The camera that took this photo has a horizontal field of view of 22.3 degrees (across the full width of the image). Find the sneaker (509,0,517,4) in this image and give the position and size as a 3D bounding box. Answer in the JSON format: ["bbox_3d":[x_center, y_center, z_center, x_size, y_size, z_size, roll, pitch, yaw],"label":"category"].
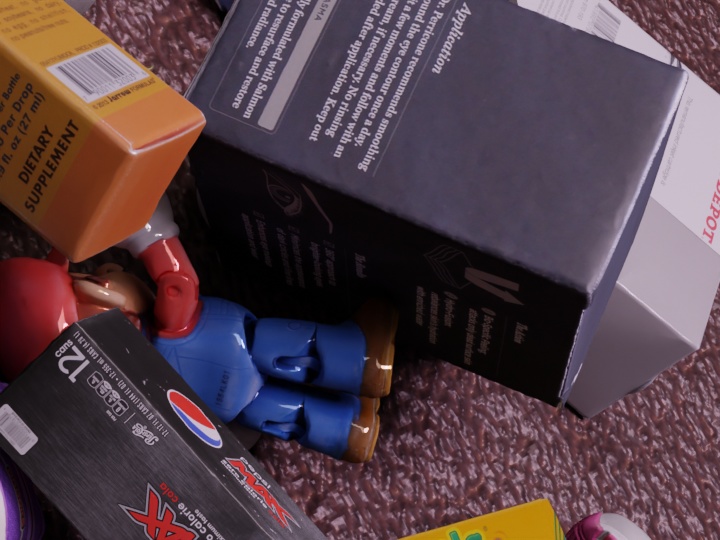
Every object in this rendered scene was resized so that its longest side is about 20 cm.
[{"bbox_3d":[0.052,-0.221,1.094,0.200,0.076,0.115,-89,166,-51],"label":"sneaker"}]

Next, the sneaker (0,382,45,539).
[{"bbox_3d":[-0.200,0.048,0.825,0.083,0.080,0.201,31,32,-63],"label":"sneaker"}]

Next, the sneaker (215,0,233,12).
[{"bbox_3d":[-0.058,-0.205,1.042,0.199,0.115,0.081,45,45,-6],"label":"sneaker"}]

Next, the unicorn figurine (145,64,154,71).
[{"bbox_3d":[-0.200,-0.076,0.862,0.137,0.074,0.200,32,25,-3],"label":"unicorn figurine"}]

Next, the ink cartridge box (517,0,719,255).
[{"bbox_3d":[0.145,-0.083,1.144,0.200,0.083,0.146,38,47,-13],"label":"ink cartridge box"}]

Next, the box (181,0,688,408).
[{"bbox_3d":[0.033,-0.044,0.870,0.199,0.197,0.118,23,74,9],"label":"box"}]

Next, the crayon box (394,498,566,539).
[{"bbox_3d":[0.032,0.194,0.905,0.199,0.058,0.119,-9,70,-40],"label":"crayon box"}]

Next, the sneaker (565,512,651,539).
[{"bbox_3d":[0.181,0.211,1.002,0.200,0.081,0.088,56,44,-7],"label":"sneaker"}]

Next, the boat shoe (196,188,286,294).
[{"bbox_3d":[0.000,0.000,0.998,0.199,0.067,0.074,30,76,6],"label":"boat shoe"}]

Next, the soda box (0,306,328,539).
[{"bbox_3d":[-0.069,0.111,0.788,0.200,0.063,0.071,48,8,2],"label":"soda box"}]

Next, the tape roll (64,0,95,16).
[{"bbox_3d":[-0.184,-0.232,0.903,0.139,0.203,0.204,21,53,-27],"label":"tape roll"}]

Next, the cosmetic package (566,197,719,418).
[{"bbox_3d":[0.102,-0.017,1.057,0.200,0.107,0.090,38,47,-15],"label":"cosmetic package"}]

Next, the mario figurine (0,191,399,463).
[{"bbox_3d":[-0.083,0.026,0.884,0.199,0.106,0.124,13,86,-5],"label":"mario figurine"}]

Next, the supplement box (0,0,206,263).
[{"bbox_3d":[-0.166,-0.095,0.772,0.200,0.067,0.069,40,30,10],"label":"supplement box"}]
